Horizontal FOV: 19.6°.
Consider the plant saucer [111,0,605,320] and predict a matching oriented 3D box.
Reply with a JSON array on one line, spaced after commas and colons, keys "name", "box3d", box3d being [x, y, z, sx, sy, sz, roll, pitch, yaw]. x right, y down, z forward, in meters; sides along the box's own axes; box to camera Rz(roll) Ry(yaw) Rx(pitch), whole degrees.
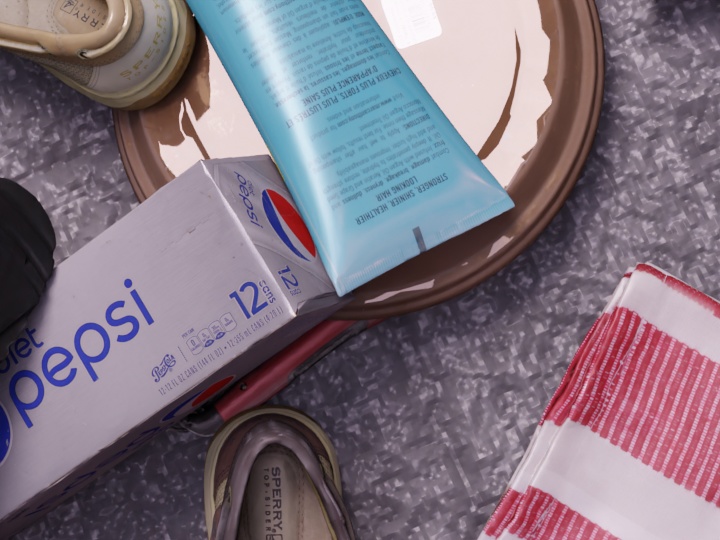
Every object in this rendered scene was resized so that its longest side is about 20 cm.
[{"name": "plant saucer", "box3d": [-0.004, -0.081, 0.817, 0.199, 0.029, 0.201, -2, 76, 8]}]

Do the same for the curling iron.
[{"name": "curling iron", "box3d": [0.000, 0.000, 0.824, 0.199, 0.026, 0.050, -33, 86, 1]}]

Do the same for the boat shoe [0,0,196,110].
[{"name": "boat shoe", "box3d": [-0.158, -0.124, 0.816, 0.200, 0.063, 0.073, 30, 90, 23]}]

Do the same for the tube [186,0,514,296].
[{"name": "tube", "box3d": [-0.026, -0.090, 0.784, 0.077, 0.050, 0.201, -28, 76, -14]}]

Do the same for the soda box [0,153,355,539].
[{"name": "soda box", "box3d": [-0.104, 0.038, 0.784, 0.200, 0.063, 0.068, -35, 82, 20]}]

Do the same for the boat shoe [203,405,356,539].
[{"name": "boat shoe", "box3d": [-0.026, 0.153, 0.789, 0.073, 0.065, 0.201, -12, 90, 1]}]

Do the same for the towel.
[{"name": "towel", "box3d": [0.120, 0.115, 0.805, 0.144, 0.023, 0.201, 29, 88, 6]}]

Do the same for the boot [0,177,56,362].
[{"name": "boot", "box3d": [-0.209, 0.040, 0.757, 0.162, 0.073, 0.199, -1, 51, 44]}]
